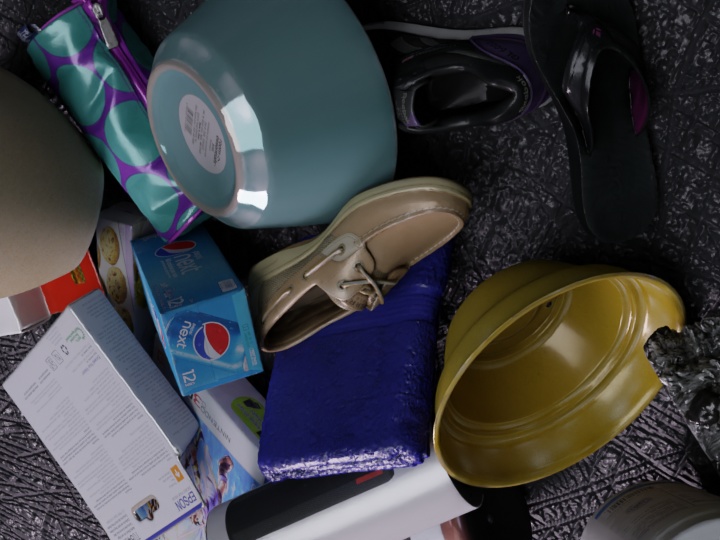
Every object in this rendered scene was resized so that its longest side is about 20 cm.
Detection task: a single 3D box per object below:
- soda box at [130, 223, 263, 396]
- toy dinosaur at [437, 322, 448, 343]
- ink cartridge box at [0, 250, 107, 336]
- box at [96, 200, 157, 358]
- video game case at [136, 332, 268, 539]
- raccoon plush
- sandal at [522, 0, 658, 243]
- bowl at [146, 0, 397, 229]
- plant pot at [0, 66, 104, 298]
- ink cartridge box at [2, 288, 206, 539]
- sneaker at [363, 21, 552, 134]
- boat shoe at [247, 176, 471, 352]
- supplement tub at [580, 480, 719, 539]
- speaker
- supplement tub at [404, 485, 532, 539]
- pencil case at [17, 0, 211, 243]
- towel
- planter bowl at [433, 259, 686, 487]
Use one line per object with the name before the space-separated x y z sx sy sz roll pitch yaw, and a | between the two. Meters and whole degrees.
soda box | -0.129 0.023 1.036 0.064 0.200 0.068 -16 110 -10
toy dinosaur | -0.011 0.105 1.077 0.102 0.077 0.200 32 122 21
ink cartridge box | -0.319 -0.043 1.176 0.173 0.044 0.201 -10 103 43
box | -0.200 0.039 1.173 0.041 0.039 0.201 17 120 25
video game case | -0.126 0.178 1.150 0.181 0.045 0.201 42 131 40
raccoon plush | 0.279 0.069 0.915 0.134 0.097 0.200 -32 139 8
sandal | 0.162 -0.111 0.877 0.048 0.075 0.201 36 149 63
bowl | -0.077 -0.109 0.950 0.201 0.105 0.201 37 141 37
plant pot | -0.280 -0.060 1.056 0.134 0.201 0.200 14 130 -26
ink cartridge box | -0.215 0.138 1.168 0.200 0.041 0.200 55 141 3
sneaker | 0.032 -0.130 0.933 0.199 0.088 0.076 -2 112 30
boat shoe | 0.000 0.000 0.945 0.071 0.065 0.200 25 138 -37
supplement tub | 0.224 0.215 0.905 0.131 0.200 0.132 0 88 -1
speaker | -0.011 0.175 1.000 0.200 0.081 0.081 -26 99 18
supplement tub | 0.032 0.221 1.089 0.200 0.107 0.107 -25 99 35
pencil case | -0.176 -0.123 1.054 0.200 0.085 0.092 54 149 -4
towel | 0.001 0.056 0.989 0.147 0.201 0.050 -13 144 37
planter bowl | 0.122 0.054 0.947 0.084 0.200 0.201 57 136 41
